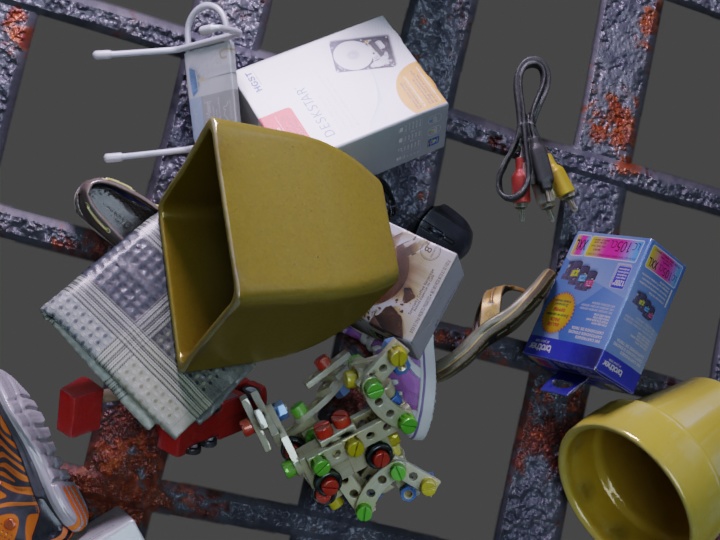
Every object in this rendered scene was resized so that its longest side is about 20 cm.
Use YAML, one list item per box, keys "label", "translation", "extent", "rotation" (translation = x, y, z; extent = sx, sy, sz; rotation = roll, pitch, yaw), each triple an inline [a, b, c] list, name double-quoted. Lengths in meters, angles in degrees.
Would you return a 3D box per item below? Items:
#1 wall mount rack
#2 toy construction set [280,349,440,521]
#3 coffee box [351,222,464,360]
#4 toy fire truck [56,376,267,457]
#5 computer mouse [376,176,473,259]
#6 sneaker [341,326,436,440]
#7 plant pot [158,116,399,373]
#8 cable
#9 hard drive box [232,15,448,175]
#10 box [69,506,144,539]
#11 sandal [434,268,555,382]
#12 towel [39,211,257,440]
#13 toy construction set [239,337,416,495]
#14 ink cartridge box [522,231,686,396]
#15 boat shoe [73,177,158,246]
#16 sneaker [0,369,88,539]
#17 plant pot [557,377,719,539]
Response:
- label: "wall mount rack"
  translation: [-0.203, -0.193, 1.506]
  extent: [0.074, 0.173, 0.202]
  rotation: [-2, 85, -57]
- label: "toy construction set"
  translation: [-0.013, 0.195, 1.544]
  extent: [0.131, 0.092, 0.201]
  rotation: [-32, 88, 8]
- label: "coffee box"
  translation: [0.000, 0.000, 1.521]
  extent: [0.199, 0.080, 0.114]
  rotation: [25, 78, 17]
- label: "toy fire truck"
  translation: [-0.212, 0.146, 1.481]
  extent: [0.199, 0.140, 0.049]
  rotation: [-18, 122, -53]
- label: "computer mouse"
  translation: [0.066, -0.058, 1.569]
  extent: [0.199, 0.034, 0.059]
  rotation: [25, 101, -43]
- label: "sneaker"
  translation: [0.028, 0.095, 1.581]
  extent: [0.113, 0.073, 0.203]
  rotation: [0, 80, -10]
- label: "plant pot"
  translation: [-0.077, -0.020, 1.391]
  extent: [0.198, 0.196, 0.196]
  rotation: [1, 65, -26]
- label: "cable"
  translation: [0.202, -0.157, 1.671]
  extent: [0.096, 0.050, 0.202]
  rotation: [-9, 77, -1]
- label: "hard drive box"
  translation: [-0.025, -0.179, 1.535]
  extent: [0.199, 0.077, 0.156]
  rotation: [-24, 59, -17]
- label: "box"
  translation: [-0.284, 0.386, 1.427]
  extent: [0.198, 0.131, 0.201]
  rotation: [-30, 96, -17]
- label: "sandal"
  translation: [0.152, 0.055, 1.621]
  extent: [0.199, 0.080, 0.054]
  rotation: [-38, 76, -12]
- label: "towel"
  translation: [-0.199, 0.055, 1.433]
  extent: [0.200, 0.035, 0.192]
  rotation: [44, 59, 4]
- label: "toy construction set"
  translation: [-0.027, 0.157, 1.451]
  extent: [0.198, 0.092, 0.132]
  rotation: [-20, 119, 5]
- label: "ink cartridge box"
  translation: [0.281, 0.062, 1.613]
  extent: [0.076, 0.136, 0.201]
  rotation: [30, 79, -30]
- label: "boat shoe"
  translation: [-0.226, -0.033, 1.508]
  extent: [0.199, 0.059, 0.072]
  rotation: [38, 76, -12]
- label: "sneaker"
  translation: [-0.377, 0.208, 1.438]
  extent: [0.111, 0.078, 0.201]
  rotation: [-31, 75, 5]
- label: "plant pot"
  translation: [0.368, 0.224, 1.617]
  extent: [0.188, 0.200, 0.202]
  rotation: [-30, 96, -31]
